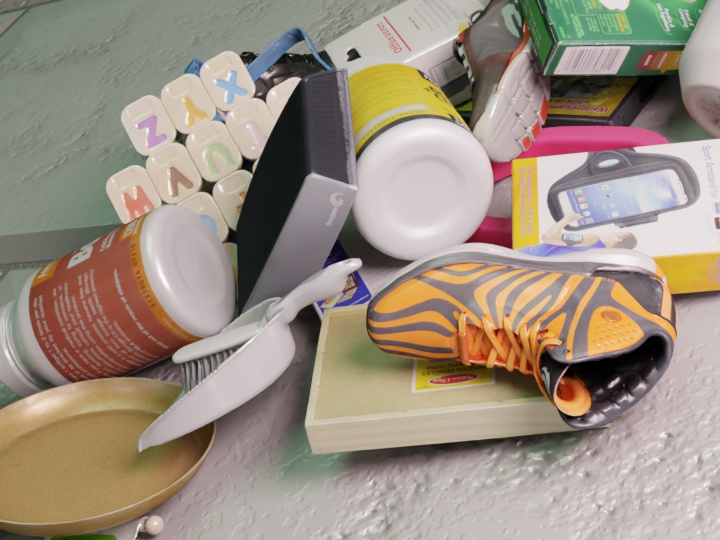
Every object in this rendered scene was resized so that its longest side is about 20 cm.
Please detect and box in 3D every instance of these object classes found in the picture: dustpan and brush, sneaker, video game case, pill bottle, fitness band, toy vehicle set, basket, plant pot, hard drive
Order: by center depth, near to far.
[{"bbox_3d":[0.098,0.042,0.821,0.197,0.078,0.113,-8,35,10],"label":"sneaker"},{"bbox_3d":[0.066,0.063,0.896,0.197,0.027,0.125,-7,36,12],"label":"toy vehicle set"},{"bbox_3d":[-0.074,0.048,0.952,0.198,0.058,0.140,-22,17,23],"label":"dustpan and brush"},{"bbox_3d":[-0.203,0.139,0.976,0.197,0.028,0.201,-4,25,2],"label":"plant pot"},{"bbox_3d":[-0.054,-0.046,1.016,0.042,0.201,0.136,9,50,-18],"label":"hard drive"},{"bbox_3d":[0.154,-0.062,1.034,0.198,0.038,0.144,6,45,41],"label":"fitness band"},{"bbox_3d":[0.027,-0.099,1.045,0.111,0.113,0.201,-26,31,2],"label":"pill bottle"},{"bbox_3d":[-0.209,0.033,1.087,0.198,0.113,0.113,-24,30,25],"label":"pill bottle"},{"bbox_3d":[0.113,-0.167,1.097,0.081,0.077,0.201,2,50,27],"label":"sneaker"},{"bbox_3d":[0.186,-0.182,1.191,0.199,0.026,0.181,8,47,43],"label":"video game case"},{"bbox_3d":[-0.108,-0.134,1.235,0.199,0.139,0.177,-37,31,2],"label":"basket"},{"bbox_3d":[-0.085,-0.189,1.344,0.199,0.091,0.076,-30,28,-7],"label":"sneaker"}]

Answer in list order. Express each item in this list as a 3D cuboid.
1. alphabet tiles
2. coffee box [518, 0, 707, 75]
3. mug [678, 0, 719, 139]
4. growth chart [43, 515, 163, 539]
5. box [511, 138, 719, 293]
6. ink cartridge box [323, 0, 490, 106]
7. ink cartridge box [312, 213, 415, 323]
[{"bbox_3d":[-0.115,-0.081,1.140,0.198,0.197,0.015,-28,-5,-2],"label":"alphabet tiles"},{"bbox_3d":[0.228,-0.213,1.065,0.197,0.044,0.124,-4,57,-16],"label":"coffee box"},{"bbox_3d":[0.320,-0.165,0.951,0.154,0.149,0.186,-53,33,-11],"label":"mug"},{"bbox_3d":[-0.213,0.240,0.898,0.143,0.018,0.201,-12,34,25],"label":"growth chart"},{"bbox_3d":[0.204,-0.037,0.915,0.197,0.042,0.120,-7,42,12],"label":"box"},{"bbox_3d":[0.076,-0.207,1.218,0.198,0.068,0.117,-26,33,0],"label":"ink cartridge box"},{"bbox_3d":[0.000,0.000,1.056,0.094,0.037,0.200,-29,37,-1],"label":"ink cartridge box"}]
